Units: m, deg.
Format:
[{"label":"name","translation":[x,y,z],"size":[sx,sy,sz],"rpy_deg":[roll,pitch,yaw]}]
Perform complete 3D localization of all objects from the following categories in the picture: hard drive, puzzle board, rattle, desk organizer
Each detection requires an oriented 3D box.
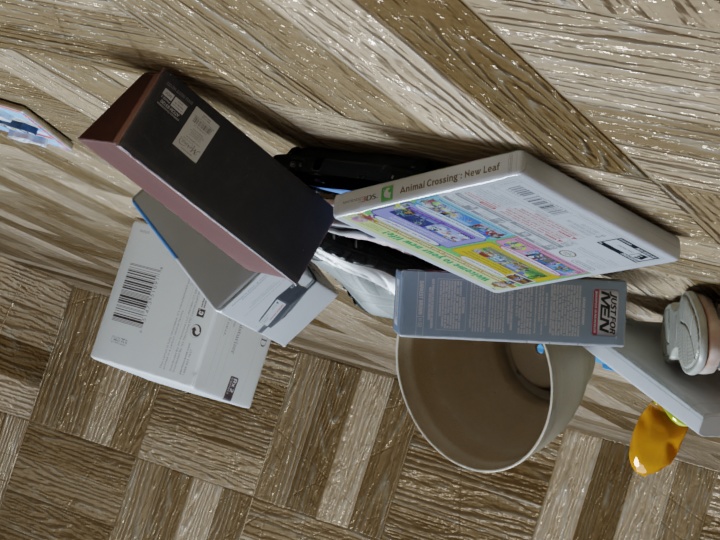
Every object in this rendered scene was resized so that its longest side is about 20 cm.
[{"label":"hard drive","translation":[0.307,0.100,1.720],"size":[0.131,0.026,0.200],"rpy_deg":[4,-159,-32]},{"label":"puzzle board","translation":[-0.412,-0.168,1.906],"size":[0.198,0.018,0.151],"rpy_deg":[16,173,13]},{"label":"rattle","translation":[0.360,0.156,1.983],"size":[0.130,0.143,0.200],"rpy_deg":[41,170,-24]},{"label":"desk organizer","translation":[-0.120,-0.074,1.458],"size":[0.200,0.072,0.077],"rpy_deg":[39,164,-32]}]

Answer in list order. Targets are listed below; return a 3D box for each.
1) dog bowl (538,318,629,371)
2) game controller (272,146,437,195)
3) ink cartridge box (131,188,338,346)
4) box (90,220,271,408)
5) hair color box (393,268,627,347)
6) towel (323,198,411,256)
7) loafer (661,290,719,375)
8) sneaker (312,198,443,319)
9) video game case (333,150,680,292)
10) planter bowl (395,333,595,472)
[{"label":"dog bowl","translation":[0.211,0.061,1.963],"size":[0.199,0.050,0.111],"rpy_deg":[13,172,36]},{"label":"game controller","translation":[0.012,-0.067,1.479],"size":[0.104,0.042,0.199],"rpy_deg":[24,172,-39]},{"label":"ink cartridge box","translation":[-0.117,-0.020,1.781],"size":[0.145,0.084,0.200],"rpy_deg":[50,-176,19]},{"label":"box","translation":[-0.227,0.058,2.463],"size":[0.199,0.201,0.130],"rpy_deg":[12,172,37]},{"label":"hair color box","translation":[0.131,0.032,1.640],"size":[0.198,0.061,0.099],"rpy_deg":[3,-179,-2]},{"label":"towel","translation":[0.047,-0.030,1.636],"size":[0.190,0.033,0.199],"rpy_deg":[12,179,-32]},{"label":"loafer","translation":[0.309,0.055,1.623],"size":[0.062,0.073,0.200],"rpy_deg":[1,179,0]},{"label":"sneaker","translation":[0.000,0.000,1.763],"size":[0.199,0.074,0.079],"rpy_deg":[29,131,-15]},{"label":"video game case","translation":[0.110,-0.033,1.379],"size":[0.181,0.022,0.199],"rpy_deg":[-11,155,42]},{"label":"planter bowl","translation":[0.152,0.087,1.845],"size":[0.199,0.202,0.134],"rpy_deg":[12,-161,40]}]
